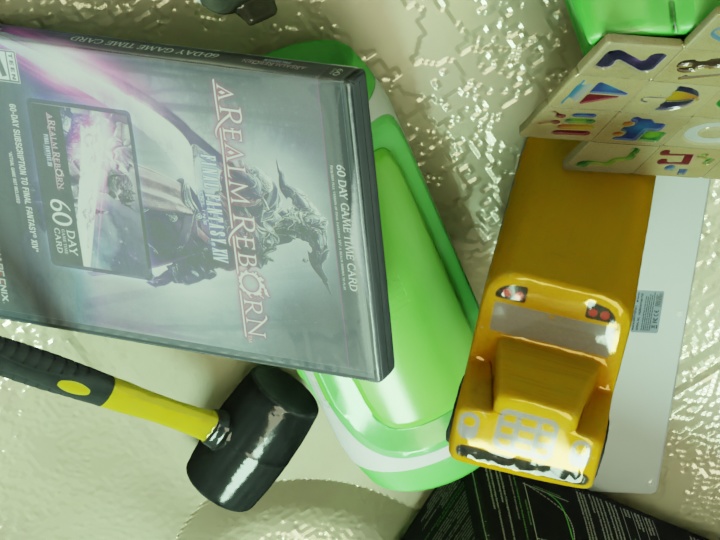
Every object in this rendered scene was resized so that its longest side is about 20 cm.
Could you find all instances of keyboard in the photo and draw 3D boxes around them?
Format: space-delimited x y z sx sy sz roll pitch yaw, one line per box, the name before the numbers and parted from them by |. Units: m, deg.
keyboard | 0.127 0.018 1.409 0.056 0.011 0.200 0 117 -13

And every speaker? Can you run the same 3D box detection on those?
speaker | 0.000 0.000 1.339 0.088 0.088 0.200 -22 118 4

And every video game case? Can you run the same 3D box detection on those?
video game case | -0.083 -0.031 1.289 0.200 0.019 0.143 9 121 27

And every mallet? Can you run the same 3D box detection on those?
mallet | -0.103 0.049 1.347 0.200 0.041 0.066 29 109 -38

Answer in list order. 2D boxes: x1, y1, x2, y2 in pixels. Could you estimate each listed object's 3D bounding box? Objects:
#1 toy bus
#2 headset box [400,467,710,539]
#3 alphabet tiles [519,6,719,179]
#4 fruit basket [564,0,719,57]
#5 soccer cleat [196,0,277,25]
toy bus | 0.085 0.014 1.286 0.065 0.200 0.078 14 117 3
headset box | 0.099 0.204 1.447 0.200 0.093 0.174 24 116 -19
alphabet tiles | 0.177 -0.071 1.259 0.200 0.006 0.166 3 159 -18
fruit basket | 0.164 -0.188 1.239 0.216 0.156 0.216 -2 77 7
soccer cleat | -0.002 -0.186 1.254 0.200 0.086 0.070 -32 163 -10
